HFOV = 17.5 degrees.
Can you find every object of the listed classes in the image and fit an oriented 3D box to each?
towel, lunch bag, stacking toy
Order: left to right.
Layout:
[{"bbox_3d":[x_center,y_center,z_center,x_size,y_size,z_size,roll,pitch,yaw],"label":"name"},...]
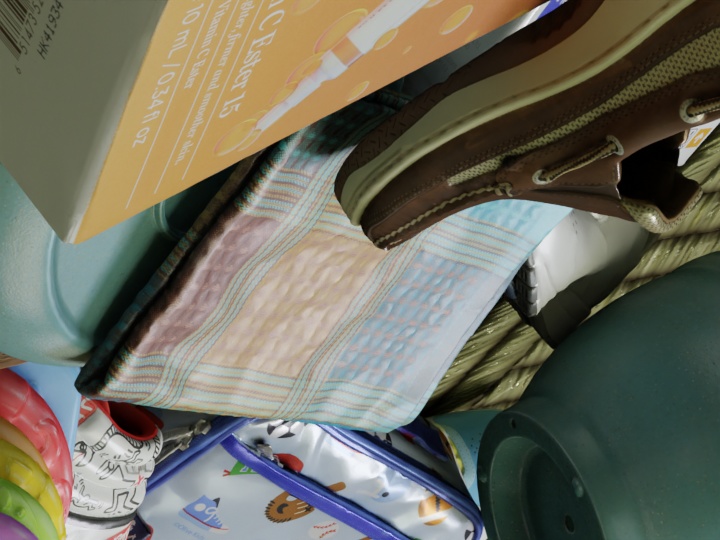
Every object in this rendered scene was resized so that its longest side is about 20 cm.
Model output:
[{"bbox_3d":[-0.140,0.103,0.802,0.116,0.200,0.110,6,107,-21],"label":"stacking toy"},{"bbox_3d":[-0.044,0.105,1.087,0.160,0.076,0.200,-35,140,19],"label":"lunch bag"},{"bbox_3d":[0.000,0.000,0.849,0.147,0.022,0.200,-52,152,16],"label":"towel"}]

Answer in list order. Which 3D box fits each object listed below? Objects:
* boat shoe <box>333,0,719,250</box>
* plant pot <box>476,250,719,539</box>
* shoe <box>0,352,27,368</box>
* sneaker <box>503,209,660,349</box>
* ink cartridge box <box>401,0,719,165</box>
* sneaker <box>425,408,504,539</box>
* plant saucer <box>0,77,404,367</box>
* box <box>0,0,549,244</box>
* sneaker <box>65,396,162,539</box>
[{"bbox_3d":[0.070,-0.041,0.707,0.075,0.075,0.202,-29,177,-43],"label":"boat shoe"},{"bbox_3d":[0.138,0.103,1.078,0.134,0.201,0.200,-15,155,-23],"label":"plant pot"},{"bbox_3d":[-0.185,0.011,0.784,0.200,0.054,0.070,-6,160,-42],"label":"shoe"},{"bbox_3d":[0.089,-0.025,1.054,0.087,0.075,0.200,-39,168,4],"label":"sneaker"},{"bbox_3d":[0.123,-0.121,0.891,0.197,0.047,0.200,-2,137,-50],"label":"ink cartridge box"},{"bbox_3d":[0.022,0.109,1.244,0.200,0.080,0.131,-22,160,-22],"label":"sneaker"},{"bbox_3d":[-0.051,-0.042,0.785,0.200,0.027,0.200,-37,152,-24],"label":"plant saucer"},{"bbox_3d":[-0.012,-0.112,0.606,0.200,0.098,0.124,-30,162,-33],"label":"box"},{"bbox_3d":[-0.172,0.077,0.943,0.201,0.067,0.108,18,105,-41],"label":"sneaker"}]
